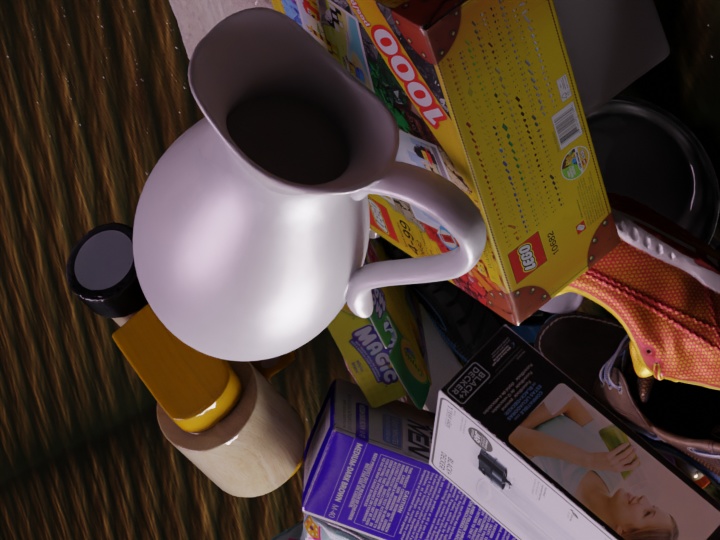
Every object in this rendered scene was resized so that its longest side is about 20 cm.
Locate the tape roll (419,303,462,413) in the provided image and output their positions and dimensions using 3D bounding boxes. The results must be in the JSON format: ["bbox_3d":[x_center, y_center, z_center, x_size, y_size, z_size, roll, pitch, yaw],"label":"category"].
[{"bbox_3d":[0.076,0.116,1.929,0.203,0.037,0.203,59,179,2],"label":"tape roll"}]

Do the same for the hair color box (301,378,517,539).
[{"bbox_3d":[0.065,0.142,1.774,0.199,0.065,0.109,21,-166,-6],"label":"hair color box"}]

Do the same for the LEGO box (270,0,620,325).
[{"bbox_3d":[0.038,-0.093,1.421,0.149,0.077,0.200,34,154,44],"label":"LEGO box"}]

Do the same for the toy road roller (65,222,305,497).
[{"bbox_3d":[-0.081,0.029,1.792,0.200,0.146,0.123,55,-177,35],"label":"toy road roller"}]

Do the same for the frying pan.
[{"bbox_3d":[0.173,-0.033,1.507,0.189,0.031,0.115,17,119,10],"label":"frying pan"}]

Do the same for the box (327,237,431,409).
[{"bbox_3d":[0.000,0.000,1.798,0.200,0.048,0.118,-100,-15,-60],"label":"box"}]

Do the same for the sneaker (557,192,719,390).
[{"bbox_3d":[0.189,0.035,1.474,0.200,0.077,0.073,33,-163,18],"label":"sneaker"}]

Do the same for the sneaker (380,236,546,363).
[{"bbox_3d":[0.048,-0.010,1.812,0.201,0.073,0.082,63,162,-17],"label":"sneaker"}]

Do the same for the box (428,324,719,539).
[{"bbox_3d":[0.135,0.135,1.631,0.200,0.060,0.117,40,159,17],"label":"box"}]

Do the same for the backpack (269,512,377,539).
[{"bbox_3d":[0.042,0.239,2.097,0.200,0.176,0.154,35,124,22],"label":"backpack"}]

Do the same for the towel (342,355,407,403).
[{"bbox_3d":[0.001,0.042,1.967,0.200,0.023,0.144,-103,-7,-58],"label":"towel"}]

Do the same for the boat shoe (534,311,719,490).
[{"bbox_3d":[0.175,0.065,1.608,0.200,0.072,0.072,26,161,35],"label":"boat shoe"}]

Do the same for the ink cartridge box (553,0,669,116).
[{"bbox_3d":[0.055,-0.174,1.491,0.200,0.084,0.146,30,150,52],"label":"ink cartridge box"}]

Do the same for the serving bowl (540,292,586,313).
[{"bbox_3d":[0.073,-0.067,1.638,0.200,0.066,0.200,41,165,13],"label":"serving bowl"}]

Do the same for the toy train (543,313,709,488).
[{"bbox_3d":[0.185,0.113,1.722,0.200,0.055,0.150,61,177,-31],"label":"toy train"}]

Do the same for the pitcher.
[{"bbox_3d":[-0.029,-0.021,1.433,0.171,0.121,0.200,35,148,5],"label":"pitcher"}]

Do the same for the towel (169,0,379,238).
[{"bbox_3d":[-0.052,-0.107,1.643,0.132,0.034,0.200,35,153,40],"label":"towel"}]
